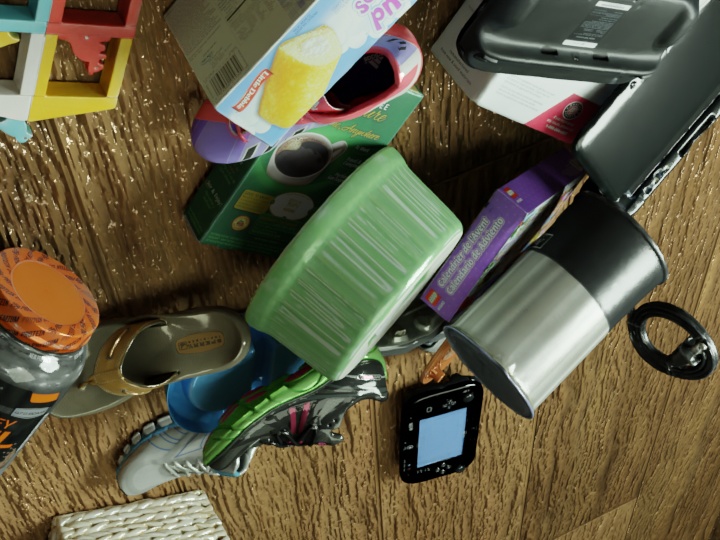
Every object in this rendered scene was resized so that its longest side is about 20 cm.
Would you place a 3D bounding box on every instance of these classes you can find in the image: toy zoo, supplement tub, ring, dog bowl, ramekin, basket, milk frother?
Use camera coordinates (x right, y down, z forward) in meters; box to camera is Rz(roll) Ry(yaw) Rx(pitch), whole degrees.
[{"bbox_3d":[-0.215,-0.172,0.762,0.130,0.021,0.201,-5,136,-33],"label":"toy zoo"},{"bbox_3d":[-0.305,0.085,0.908,0.122,0.123,0.200,17,121,-47],"label":"supplement tub"},{"bbox_3d":[0.135,0.049,1.205,0.201,0.019,0.201,-47,169,-12],"label":"ring"},{"bbox_3d":[-0.106,0.092,1.113,0.198,0.050,0.113,-9,125,-28],"label":"dog bowl"},{"bbox_3d":[0.000,0.000,0.981,0.200,0.097,0.200,-49,174,-6],"label":"ramekin"},{"bbox_3d":[-0.246,0.371,1.253,0.198,0.162,0.199,-4,136,-32],"label":"basket"},{"bbox_3d":[0.213,0.069,1.060,0.188,0.200,0.181,-43,161,-8],"label":"milk frother"}]

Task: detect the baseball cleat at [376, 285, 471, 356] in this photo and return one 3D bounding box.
[{"bbox_3d":[0.062,0.061,1.178,0.199,0.070,0.107,-22,146,-34],"label":"baseball cleat"}]

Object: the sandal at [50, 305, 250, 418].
[{"bbox_3d":[-0.195,0.080,1.003,0.198,0.054,0.081,-14,102,-4],"label":"sandal"}]

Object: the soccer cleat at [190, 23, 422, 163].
[{"bbox_3d":[-0.047,-0.128,0.837,0.198,0.077,0.067,-19,108,18],"label":"soccer cleat"}]

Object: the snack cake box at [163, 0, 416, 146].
[{"bbox_3d":[-0.035,-0.202,0.784,0.200,0.115,0.067,-43,141,15],"label":"snack cake box"}]

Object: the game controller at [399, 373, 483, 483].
[{"bbox_3d":[0.098,0.202,1.406,0.103,0.042,0.201,-21,142,-16],"label":"game controller"}]

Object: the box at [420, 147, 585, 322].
[{"bbox_3d":[0.145,-0.039,1.100,0.137,0.039,0.200,-57,167,29],"label":"box"}]

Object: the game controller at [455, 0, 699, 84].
[{"bbox_3d":[0.171,-0.189,0.868,0.198,0.042,0.105,-1,142,-32],"label":"game controller"}]

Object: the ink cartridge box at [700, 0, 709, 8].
[{"bbox_3d":[0.218,-0.250,0.842,0.198,0.045,0.176,-1,156,-33],"label":"ink cartridge box"}]

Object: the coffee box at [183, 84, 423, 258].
[{"bbox_3d":[-0.049,-0.099,0.954,0.122,0.044,0.201,10,127,-44],"label":"coffee box"}]

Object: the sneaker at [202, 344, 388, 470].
[{"bbox_3d":[-0.060,0.141,1.066,0.199,0.084,0.077,-29,-171,-1],"label":"sneaker"}]

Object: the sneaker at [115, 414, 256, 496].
[{"bbox_3d":[-0.162,0.186,1.165,0.199,0.087,0.075,-33,146,2],"label":"sneaker"}]

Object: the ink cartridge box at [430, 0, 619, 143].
[{"bbox_3d":[0.179,-0.223,0.947,0.144,0.084,0.201,14,123,-44],"label":"ink cartridge box"}]

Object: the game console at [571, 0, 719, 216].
[{"bbox_3d":[0.269,-0.163,1.057,0.116,0.176,0.200,41,93,-15],"label":"game console"}]
